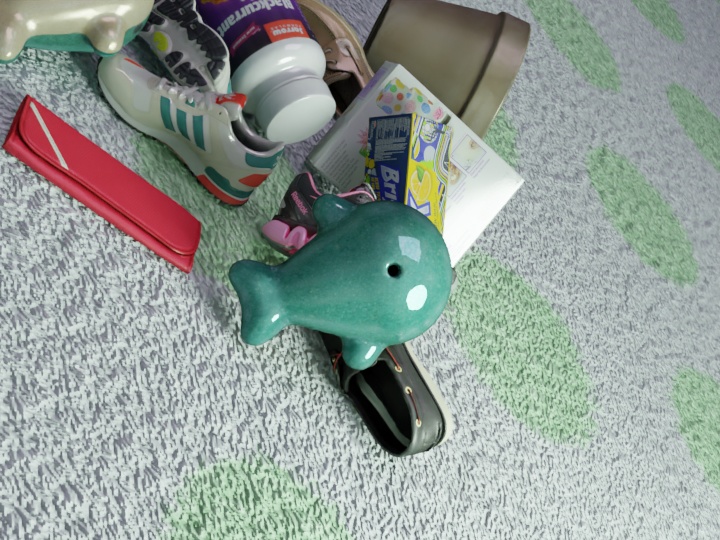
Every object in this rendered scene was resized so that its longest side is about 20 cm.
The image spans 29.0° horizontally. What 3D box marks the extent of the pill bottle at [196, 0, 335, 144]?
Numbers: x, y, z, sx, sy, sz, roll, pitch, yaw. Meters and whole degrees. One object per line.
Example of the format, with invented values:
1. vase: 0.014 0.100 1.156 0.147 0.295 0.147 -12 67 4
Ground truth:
1. pill bottle: -0.104 -0.239 1.497 0.111 0.111 0.201 4 53 -52

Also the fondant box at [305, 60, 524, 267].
1. fondant box: 0.061 -0.111 1.538 0.200 0.145 0.058 40 2 -19

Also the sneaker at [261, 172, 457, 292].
1. sneaker: 0.008 -0.037 1.361 0.198 0.096 0.079 21 -13 3

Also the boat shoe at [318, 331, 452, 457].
1. boat shoe: 0.008 0.086 1.319 0.063 0.074 0.202 -12 61 -50

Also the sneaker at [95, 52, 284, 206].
1. sneaker: -0.158 -0.156 1.344 0.200 0.093 0.071 42 30 -15

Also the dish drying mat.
1. dish drying mat: -0.224 -0.076 1.240 0.199 0.018 0.077 36 31 -24

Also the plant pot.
1. plant pot: 0.092 -0.256 1.736 0.172 0.201 0.201 26 34 -8

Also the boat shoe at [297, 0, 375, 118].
1. boat shoe: -0.028 -0.238 1.643 0.200 0.071 0.065 51 28 -2

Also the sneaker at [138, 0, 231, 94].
1. sneaker: -0.188 -0.234 1.434 0.201 0.077 0.080 59 -7 32

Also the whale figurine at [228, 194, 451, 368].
1. whale figurine: -0.014 0.010 1.244 0.104 0.198 0.161 168 -89 -79

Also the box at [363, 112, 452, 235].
1. box: 0.044 -0.055 1.441 0.070 0.064 0.202 13 80 -46

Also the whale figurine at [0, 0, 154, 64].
1. whale figurine: -0.283 -0.242 1.290 0.159 0.104 0.200 41 51 10
